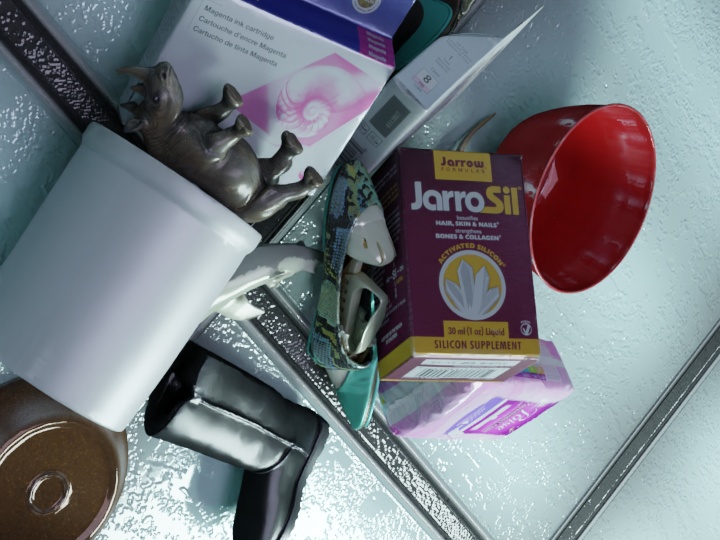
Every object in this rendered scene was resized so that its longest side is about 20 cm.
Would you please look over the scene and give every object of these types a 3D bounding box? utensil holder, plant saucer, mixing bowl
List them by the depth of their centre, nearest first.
[{"bbox_3d":[-0.205,0.008,1.378,0.170,0.170,0.201,36,86,-43],"label":"utensil holder"},{"bbox_3d":[-0.283,0.190,1.477,0.200,0.037,0.201,-17,118,-35],"label":"plant saucer"},{"bbox_3d":[0.201,-0.088,1.716,0.200,0.108,0.201,-24,125,-38],"label":"mixing bowl"}]

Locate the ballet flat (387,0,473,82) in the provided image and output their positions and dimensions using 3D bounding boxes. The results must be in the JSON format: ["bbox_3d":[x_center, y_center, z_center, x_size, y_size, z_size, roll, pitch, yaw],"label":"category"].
[{"bbox_3d":[0.079,-0.254,1.583,0.201,0.068,0.075,-62,149,-5],"label":"ballet flat"}]

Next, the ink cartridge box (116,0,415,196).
[{"bbox_3d":[-0.076,-0.178,1.418,0.196,0.043,0.200,19,118,-28],"label":"ink cartridge box"}]

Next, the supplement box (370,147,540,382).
[{"bbox_3d":[0.085,-0.003,1.562,0.130,0.103,0.201,1,73,-18],"label":"supplement box"}]

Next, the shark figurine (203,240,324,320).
[{"bbox_3d":[-0.101,-0.013,1.523,0.214,0.090,0.128,-19,154,-25],"label":"shark figurine"}]

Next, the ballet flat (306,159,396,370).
[{"bbox_3d":[0.000,0.000,1.526,0.074,0.074,0.201,-11,119,-37],"label":"ballet flat"}]

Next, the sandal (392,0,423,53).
[{"bbox_3d":[-0.016,-0.168,1.504,0.200,0.045,0.075,-43,151,12],"label":"sandal"}]

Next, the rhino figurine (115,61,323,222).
[{"bbox_3d":[-0.128,-0.108,1.388,0.087,0.060,0.200,-38,127,21],"label":"rhino figurine"}]

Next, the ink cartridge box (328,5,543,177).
[{"bbox_3d":[0.064,-0.173,1.553,0.057,0.163,0.200,43,54,-2],"label":"ink cartridge box"}]

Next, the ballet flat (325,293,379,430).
[{"bbox_3d":[-0.008,0.057,1.647,0.070,0.067,0.201,9,103,-17],"label":"ballet flat"}]

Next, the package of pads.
[{"bbox_3d":[0.117,0.119,1.708,0.120,0.076,0.200,-35,155,27],"label":"package of pads"}]

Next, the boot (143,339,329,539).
[{"bbox_3d":[-0.127,0.175,1.574,0.200,0.065,0.166,36,71,-51],"label":"boot"}]

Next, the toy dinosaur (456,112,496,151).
[{"bbox_3d":[0.084,-0.060,1.683,0.106,0.060,0.201,-26,125,-70],"label":"toy dinosaur"}]
